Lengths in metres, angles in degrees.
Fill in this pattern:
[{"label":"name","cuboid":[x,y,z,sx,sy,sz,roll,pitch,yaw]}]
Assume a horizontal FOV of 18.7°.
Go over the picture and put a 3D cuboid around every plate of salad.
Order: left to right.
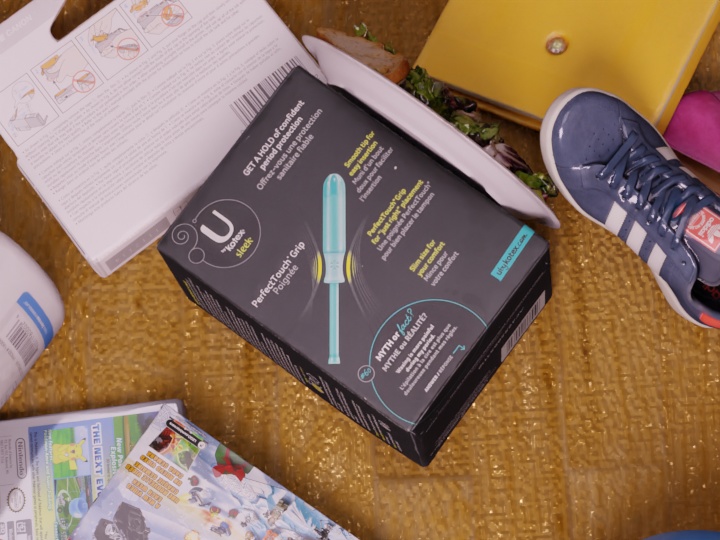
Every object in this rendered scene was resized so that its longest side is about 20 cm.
[{"label":"plate of salad","cuboid":[0.049,-0.093,1.360,0.200,0.200,0.048,36,87,13]}]

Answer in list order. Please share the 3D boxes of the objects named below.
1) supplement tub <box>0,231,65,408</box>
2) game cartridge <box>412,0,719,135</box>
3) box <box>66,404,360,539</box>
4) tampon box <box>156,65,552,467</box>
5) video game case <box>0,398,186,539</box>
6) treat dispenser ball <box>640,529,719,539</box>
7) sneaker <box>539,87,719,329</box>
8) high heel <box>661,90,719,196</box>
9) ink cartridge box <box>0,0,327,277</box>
[{"label":"supplement tub","cuboid":[-0.290,0.065,1.368,0.132,0.132,0.200,31,68,12]},{"label":"game cartridge","cuboid":[0.154,-0.183,1.444,0.176,0.032,0.201,23,75,26]},{"label":"box","cuboid":[-0.081,0.197,1.359,0.200,0.040,0.137,35,73,6]},{"label":"tampon box","cuboid":[0.000,0.000,1.378,0.200,0.126,0.150,36,80,14]},{"label":"video game case","cuboid":[-0.194,0.191,1.399,0.181,0.022,0.201,-7,74,3]},{"label":"treat dispenser ball","cuboid":[0.195,0.251,1.255,0.200,0.201,0.202,-1,75,5]},{"label":"sneaker","cuboid":[0.193,-0.036,1.343,0.200,0.084,0.075,43,81,-26]},{"label":"high heel","cuboid":[0.252,-0.031,1.392,0.095,0.067,0.201,-18,71,-6]},{"label":"ink cartridge box","cuboid":[-0.147,-0.125,1.467,0.200,0.045,0.176,-37,76,-6]}]
